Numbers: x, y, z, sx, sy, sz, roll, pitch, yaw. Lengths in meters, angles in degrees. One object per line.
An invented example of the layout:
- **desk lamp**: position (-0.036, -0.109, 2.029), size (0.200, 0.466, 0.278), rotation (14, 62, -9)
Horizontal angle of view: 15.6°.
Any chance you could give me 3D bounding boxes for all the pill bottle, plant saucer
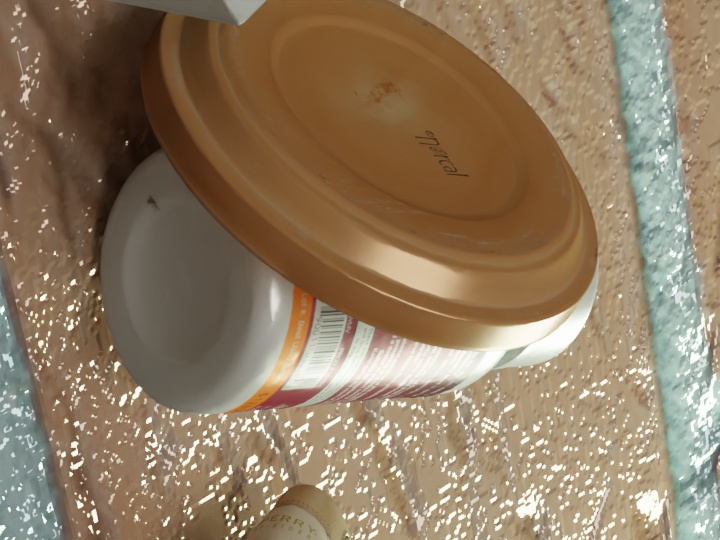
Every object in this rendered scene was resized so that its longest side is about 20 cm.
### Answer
- **pill bottle**: position (0.000, 0.000, 1.091), size (0.200, 0.109, 0.110), rotation (-2, 103, -44)
- **plant saucer**: position (0.009, -0.051, 1.034), size (0.200, 0.200, 0.032), rotation (-3, 139, -44)

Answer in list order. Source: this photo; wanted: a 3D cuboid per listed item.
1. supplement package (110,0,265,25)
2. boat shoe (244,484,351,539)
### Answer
- **supplement package**: position (-0.066, -0.230, 0.934), size (0.200, 0.147, 0.191), rotation (-48, 130, -24)
- **boat shoe**: position (-0.012, 0.183, 1.159), size (0.065, 0.071, 0.200), rotation (-61, 152, -44)
